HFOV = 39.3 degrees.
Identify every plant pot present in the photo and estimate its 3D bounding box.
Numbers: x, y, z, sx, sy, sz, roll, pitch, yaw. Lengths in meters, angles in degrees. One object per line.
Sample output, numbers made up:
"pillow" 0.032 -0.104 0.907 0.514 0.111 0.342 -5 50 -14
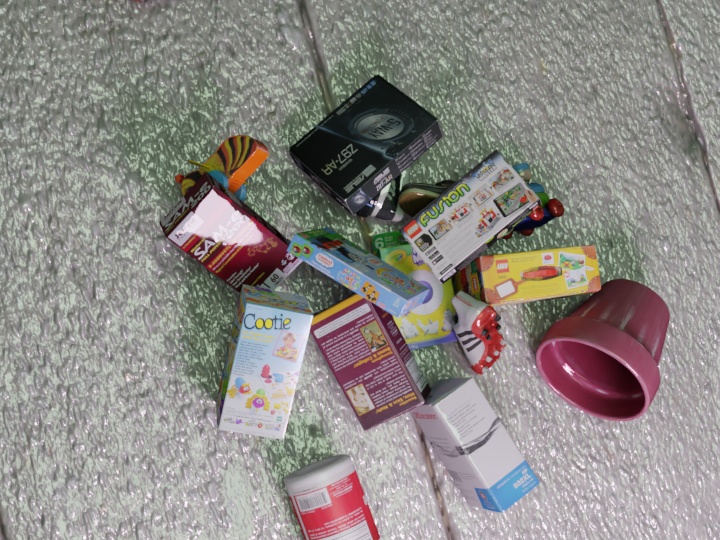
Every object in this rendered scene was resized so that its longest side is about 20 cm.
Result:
"plant pot" 0.418 0.119 1.673 0.200 0.200 0.179 42 60 -6

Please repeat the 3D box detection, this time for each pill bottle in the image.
"pill bottle" -0.034 0.395 1.556 0.112 0.112 0.201 -20 89 -15

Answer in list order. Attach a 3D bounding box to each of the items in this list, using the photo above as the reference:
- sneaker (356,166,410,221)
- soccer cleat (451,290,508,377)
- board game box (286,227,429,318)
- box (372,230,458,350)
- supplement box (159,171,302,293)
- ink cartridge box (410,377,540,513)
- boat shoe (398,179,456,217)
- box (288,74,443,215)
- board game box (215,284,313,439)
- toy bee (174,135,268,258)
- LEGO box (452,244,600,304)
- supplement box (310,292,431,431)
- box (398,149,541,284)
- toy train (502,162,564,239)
"sneaker" 0.025 -0.186 1.661 0.111 0.073 0.201 6 83 -15
"soccer cleat" 0.186 0.101 1.625 0.069 0.200 0.085 -43 62 -14
"board game box" 0.000 0.000 1.564 0.200 0.151 0.037 32 104 11
"box" 0.093 0.028 1.667 0.117 0.048 0.201 -11 84 -15
"supplement box" -0.194 -0.045 1.538 0.109 0.061 0.200 -47 124 6
"ink cartridge box" 0.175 0.274 1.606 0.084 0.145 0.200 -33 92 -16
"boat shoe" 0.141 -0.116 1.674 0.200 0.073 0.065 15 58 -38
"box" 0.008 -0.205 1.619 0.200 0.044 0.160 -41 55 -7
"board game box" -0.148 0.137 1.530 0.104 0.103 0.201 12 103 -13
"toy bee" -0.239 -0.139 1.571 0.109 0.131 0.200 39 78 26
"LEGO box" 0.268 0.013 1.659 0.199 0.149 0.078 -6 85 -15
"supplement box" 0.014 0.135 1.594 0.110 0.086 0.200 -28 91 15
"box" 0.171 -0.084 1.580 0.200 0.035 0.110 -39 70 4
"toy train" 0.244 -0.118 1.669 0.200 0.085 0.116 -10 71 -50
